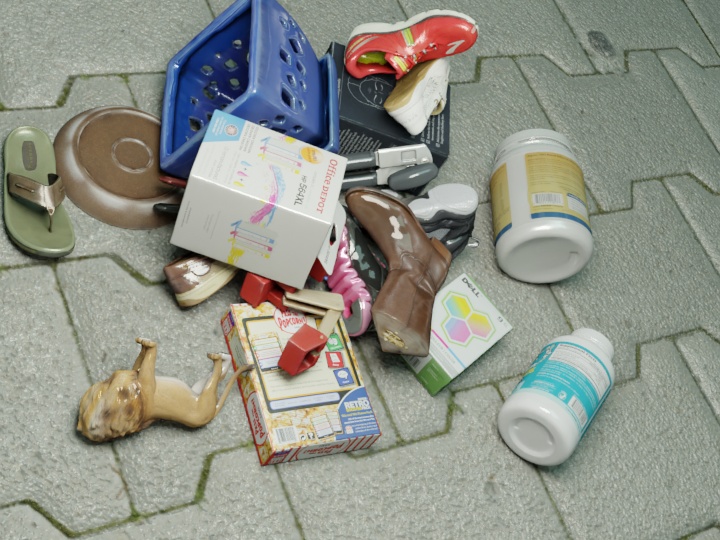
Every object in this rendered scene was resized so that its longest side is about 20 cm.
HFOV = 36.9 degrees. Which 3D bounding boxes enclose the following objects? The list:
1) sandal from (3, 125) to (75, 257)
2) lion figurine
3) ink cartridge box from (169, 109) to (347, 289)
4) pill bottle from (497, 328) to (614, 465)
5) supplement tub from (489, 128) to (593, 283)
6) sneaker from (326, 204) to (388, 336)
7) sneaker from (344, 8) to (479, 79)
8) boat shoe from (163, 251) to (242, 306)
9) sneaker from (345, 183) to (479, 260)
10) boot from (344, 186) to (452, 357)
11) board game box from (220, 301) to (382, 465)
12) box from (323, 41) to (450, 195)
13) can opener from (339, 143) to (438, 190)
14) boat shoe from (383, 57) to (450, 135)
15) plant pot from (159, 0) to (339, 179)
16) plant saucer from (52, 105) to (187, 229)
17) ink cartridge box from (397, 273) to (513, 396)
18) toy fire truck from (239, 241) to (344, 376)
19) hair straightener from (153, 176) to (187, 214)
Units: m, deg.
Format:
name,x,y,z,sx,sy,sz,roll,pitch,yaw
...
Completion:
name,x,y,z,sx,sy,sz,roll,pitch,yaw
sandal,-0.401,-0.103,1.329,0.080,0.057,0.201,-5,61,-30
lion figurine,-0.221,0.146,1.245,0.199,0.072,0.123,13,87,-28
ink cartridge box,-0.111,-0.082,1.316,0.199,0.125,0.129,19,46,-7
pill bottle,0.276,0.164,1.472,0.111,0.111,0.200,42,49,4
supplement tub,0.269,-0.098,1.623,0.144,0.145,0.201,14,54,-19
sneaker,0.000,0.000,1.465,0.095,0.079,0.201,4,58,-34
sneaker,0.071,-0.307,1.522,0.077,0.199,0.085,59,32,-44
boat shoe,-0.170,-0.038,1.377,0.200,0.072,0.072,-41,112,-28
sneaker,0.073,-0.054,1.536,0.199,0.114,0.076,-7,37,8
boot,0.033,0.003,1.400,0.186,0.064,0.200,35,44,-12
board game box,-0.075,0.132,1.349,0.151,0.046,0.200,-3,61,-29
box,0.024,-0.224,1.604,0.199,0.107,0.149,18,52,-17
can opener,0.009,-0.138,1.519,0.199,0.054,0.067,-9,24,-7
boat shoe,0.092,-0.254,1.554,0.069,0.071,0.200,56,37,-19
plant pot,-0.138,-0.218,1.447,0.180,0.200,0.200,29,44,-37
plant saucer,-0.305,-0.146,1.428,0.200,0.032,0.201,13,55,-19
ink cartridge box,0.138,0.075,1.492,0.200,0.059,0.104,-33,78,-39
toy fire truck,-0.071,0.032,1.356,0.141,0.049,0.200,36,41,12
hair straightener,-0.183,-0.067,1.431,0.200,0.041,0.077,12,94,-38
